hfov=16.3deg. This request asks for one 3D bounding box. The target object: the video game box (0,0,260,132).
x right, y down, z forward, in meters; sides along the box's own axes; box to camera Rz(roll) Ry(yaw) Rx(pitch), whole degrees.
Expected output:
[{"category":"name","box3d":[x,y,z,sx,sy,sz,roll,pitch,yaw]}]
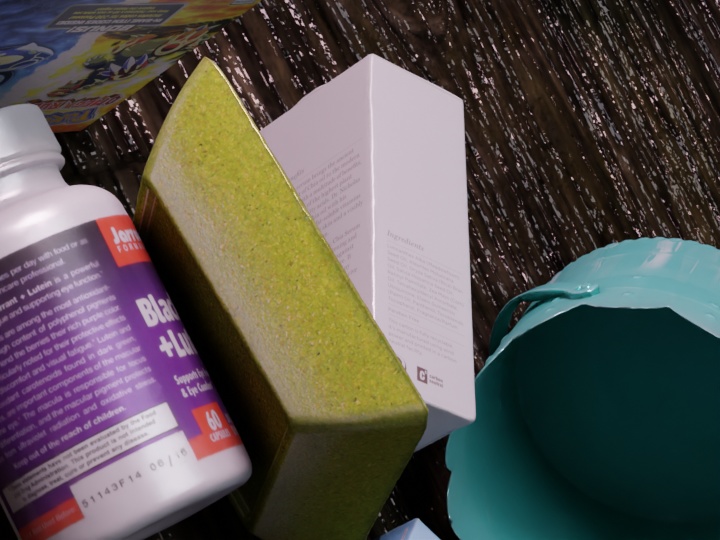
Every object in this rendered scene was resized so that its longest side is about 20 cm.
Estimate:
[{"category":"video game box","box3d":[-0.159,-0.114,1.168,0.200,0.182,0.047,-8,75,-46]}]

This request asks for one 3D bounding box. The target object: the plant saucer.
[{"category":"plant saucer","box3d":[-0.056,0.032,1.174,0.048,0.200,0.200,-24,71,-21]}]

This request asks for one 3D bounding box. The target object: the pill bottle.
[{"category":"pill bottle","box3d":[-0.140,0.030,1.149,0.111,0.111,0.200,-21,82,-49]}]

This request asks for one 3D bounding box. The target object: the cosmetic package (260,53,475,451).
[{"category":"cosmetic package","box3d":[0.000,0.000,1.316,0.071,0.101,0.200,23,52,-34]}]

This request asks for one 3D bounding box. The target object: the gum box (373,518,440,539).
[{"category":"gum box","box3d":[0.057,0.252,1.257,0.200,0.045,0.170,45,42,-15]}]

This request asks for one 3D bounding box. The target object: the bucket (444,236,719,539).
[{"category":"bucket","box3d":[0.151,0.087,1.328,0.207,0.207,0.135,51,25,-7]}]
